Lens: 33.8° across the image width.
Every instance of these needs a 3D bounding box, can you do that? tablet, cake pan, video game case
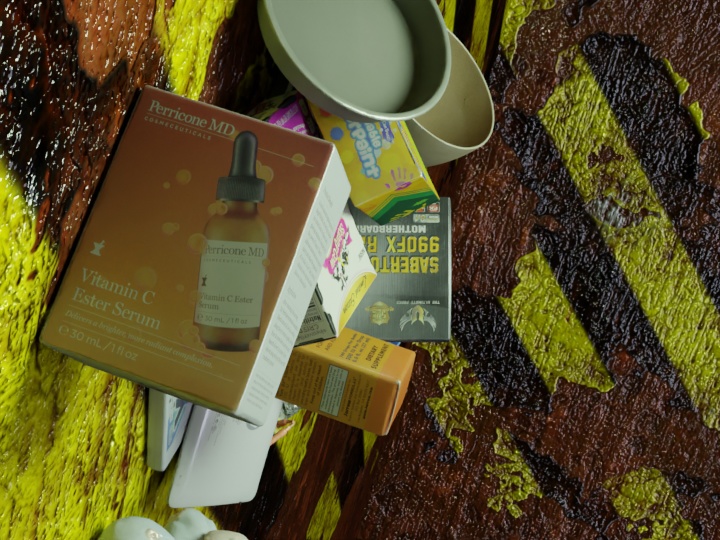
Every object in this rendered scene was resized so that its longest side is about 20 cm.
[{"bbox_3d":[-0.127,0.152,1.236,0.130,0.014,0.200,8,102,-51],"label":"tablet"},{"bbox_3d":[-0.009,-0.215,1.044,0.037,0.200,0.200,-33,-155,48],"label":"cake pan"},{"bbox_3d":[-0.160,0.069,1.165,0.182,0.022,0.200,-62,167,-47],"label":"video game case"}]

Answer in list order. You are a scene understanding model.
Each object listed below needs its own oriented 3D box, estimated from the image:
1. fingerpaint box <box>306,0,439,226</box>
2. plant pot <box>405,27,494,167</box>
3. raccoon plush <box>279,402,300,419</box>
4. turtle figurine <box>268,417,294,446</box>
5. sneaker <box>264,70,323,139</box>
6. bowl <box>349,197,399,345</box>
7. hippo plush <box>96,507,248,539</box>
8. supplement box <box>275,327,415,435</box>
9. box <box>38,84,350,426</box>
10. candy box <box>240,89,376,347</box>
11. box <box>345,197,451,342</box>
[{"bbox_3d":[-0.002,-0.153,1.153,0.167,0.073,0.200,23,43,-80],"label":"fingerpaint box"},{"bbox_3d":[0.047,-0.204,1.451,0.134,0.200,0.200,-33,-160,39],"label":"plant pot"},{"bbox_3d":[-0.062,0.174,1.529,0.097,0.200,0.134,-21,-139,57],"label":"raccoon plush"},{"bbox_3d":[-0.101,0.129,1.380,0.200,0.064,0.161,-64,-168,-24],"label":"turtle figurine"},{"bbox_3d":[-0.053,-0.133,1.209,0.200,0.083,0.072,87,23,-67],"label":"sneaker"},{"bbox_3d":[0.017,-0.002,1.432,0.201,0.039,0.201,-2,90,-71],"label":"bowl"},{"bbox_3d":[-0.208,0.312,1.110,0.161,0.159,0.200,33,57,-50],"label":"hippo plush"},{"bbox_3d":[-0.054,0.084,1.119,0.067,0.200,0.069,-56,161,-61],"label":"supplement box"},{"bbox_3d":[-0.114,-0.008,0.862,0.106,0.152,0.200,66,43,-76],"label":"box"},{"bbox_3d":[-0.062,-0.048,1.081,0.200,0.061,0.136,68,24,-19],"label":"candy box"},{"bbox_3d":[0.000,0.000,1.306,0.048,0.200,0.159,65,26,-81],"label":"box"}]
